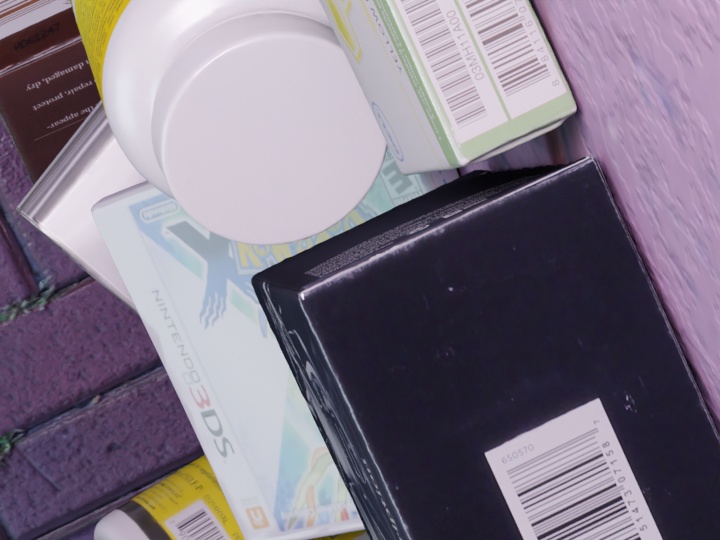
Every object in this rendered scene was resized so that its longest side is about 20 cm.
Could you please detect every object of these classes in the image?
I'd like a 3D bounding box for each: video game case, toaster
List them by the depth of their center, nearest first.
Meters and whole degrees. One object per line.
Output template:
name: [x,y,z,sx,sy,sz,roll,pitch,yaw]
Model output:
video game case: [-0.015,0.028,0.933,0.200,0.022,0.183,-16,102,42]
toaster: [-0.082,-0.025,1.105,0.200,0.119,0.181,40,174,-6]

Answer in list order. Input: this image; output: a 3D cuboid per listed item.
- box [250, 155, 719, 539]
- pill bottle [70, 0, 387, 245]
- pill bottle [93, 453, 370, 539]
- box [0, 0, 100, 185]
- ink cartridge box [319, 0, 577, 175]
box: [0.054,0.073,0.726,0.182,0.104,0.200,-170,55,-83]
pill bottle: [-0.053,-0.092,0.845,0.200,0.112,0.113,-115,3,-59]
pill bottle: [-0.027,0.127,1.095,0.111,0.200,0.111,50,159,27]
box: [-0.194,-0.166,1.512,0.166,0.164,0.200,60,172,31]
ink cartridge box: [0.003,-0.105,0.721,0.146,0.048,0.200,65,171,-5]
